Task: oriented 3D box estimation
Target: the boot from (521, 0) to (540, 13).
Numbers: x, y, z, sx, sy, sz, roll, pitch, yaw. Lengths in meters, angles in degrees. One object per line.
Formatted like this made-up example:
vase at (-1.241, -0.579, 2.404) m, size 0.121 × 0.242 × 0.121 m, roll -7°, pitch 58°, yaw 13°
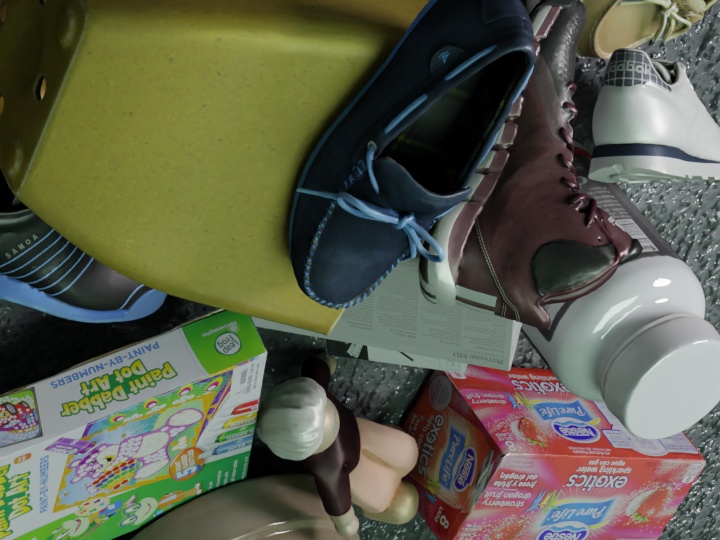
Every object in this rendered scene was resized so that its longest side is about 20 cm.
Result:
boot at (0.115, -0.183, 1.609) m, size 0.181 × 0.073 × 0.201 m, roll 0°, pitch 122°, yaw -18°

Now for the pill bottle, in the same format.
pill bottle at (0.151, 0.013, 1.720) m, size 0.110 × 0.200 × 0.111 m, roll -20°, pitch 138°, yaw -19°

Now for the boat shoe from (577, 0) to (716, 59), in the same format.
boat shoe at (0.217, -0.195, 1.676) m, size 0.200 × 0.063 × 0.073 m, roll -35°, pitch 140°, yaw -2°

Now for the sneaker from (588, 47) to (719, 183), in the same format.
sneaker at (0.197, -0.096, 1.727) m, size 0.076 × 0.081 × 0.200 m, roll -4°, pitch 178°, yaw 17°

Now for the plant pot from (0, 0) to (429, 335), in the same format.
plant pot at (-0.098, -0.105, 1.450) m, size 0.199 × 0.194 × 0.196 m, roll 6°, pitch 125°, yaw -31°

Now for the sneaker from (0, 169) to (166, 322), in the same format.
sneaker at (-0.180, -0.025, 1.550) m, size 0.200 × 0.070 × 0.078 m, roll 10°, pitch 128°, yaw -40°

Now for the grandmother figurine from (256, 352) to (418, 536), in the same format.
grandmother figurine at (-0.015, 0.110, 1.761) m, size 0.060 × 0.122 × 0.200 m, roll -24°, pitch 160°, yaw 12°

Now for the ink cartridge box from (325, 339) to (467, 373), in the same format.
ink cartridge box at (0.020, -0.021, 1.677) m, size 0.094 × 0.044 × 0.200 m, roll 7°, pitch 138°, yaw 13°

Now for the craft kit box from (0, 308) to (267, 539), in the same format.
craft kit box at (-0.160, 0.113, 1.671) m, size 0.197 × 0.049 × 0.200 m, roll -19°, pitch 155°, yaw -15°

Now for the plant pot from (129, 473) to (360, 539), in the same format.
plant pot at (-0.064, 0.263, 1.798) m, size 0.200 × 0.174 × 0.200 m, roll -24°, pitch 152°, yaw -14°

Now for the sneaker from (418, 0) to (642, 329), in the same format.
sneaker at (0.120, -0.056, 1.560) m, size 0.076 × 0.115 × 0.201 m, roll 60°, pitch 53°, yaw -78°

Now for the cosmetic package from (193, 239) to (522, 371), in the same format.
cosmetic package at (0.000, 0.000, 1.632) m, size 0.199 × 0.051 × 0.083 m, roll 10°, pitch 131°, yaw 8°

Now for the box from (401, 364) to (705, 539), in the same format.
box at (0.130, 0.135, 1.899) m, size 0.200 × 0.100 × 0.096 m, roll 5°, pitch 125°, yaw -39°

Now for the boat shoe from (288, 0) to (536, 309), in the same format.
boat shoe at (0.021, -0.057, 1.370) m, size 0.084 × 0.069 × 0.200 m, roll 10°, pitch 123°, yaw -28°
